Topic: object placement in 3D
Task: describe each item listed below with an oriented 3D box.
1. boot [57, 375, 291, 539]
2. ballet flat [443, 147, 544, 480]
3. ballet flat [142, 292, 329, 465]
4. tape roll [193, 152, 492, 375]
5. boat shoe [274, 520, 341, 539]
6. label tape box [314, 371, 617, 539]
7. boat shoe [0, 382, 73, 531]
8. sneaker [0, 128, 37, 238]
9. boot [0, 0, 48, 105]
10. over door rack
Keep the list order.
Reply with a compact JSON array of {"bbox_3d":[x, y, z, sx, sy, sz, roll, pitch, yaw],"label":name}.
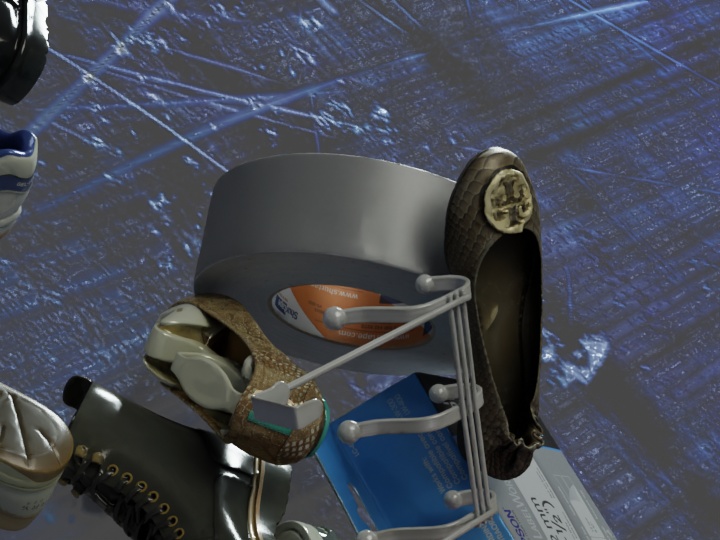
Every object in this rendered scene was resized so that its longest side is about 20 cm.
[{"bbox_3d":[-0.118,0.146,1.297,0.138,0.078,0.200,26,23,-11],"label":"boot"},{"bbox_3d":[0.084,0.029,1.351,0.067,0.201,0.046,-12,22,-31],"label":"ballet flat"},{"bbox_3d":[-0.087,0.053,1.361,0.065,0.071,0.200,20,4,-33],"label":"ballet flat"},{"bbox_3d":[0.000,0.000,1.442,0.200,0.200,0.066,21,66,-24],"label":"tape roll"},{"bbox_3d":[0.000,0.228,1.302,0.062,0.073,0.201,19,37,-41],"label":"boat shoe"},{"bbox_3d":[0.066,0.138,1.432,0.200,0.066,0.144,16,38,-56],"label":"label tape box"},{"bbox_3d":[-0.249,0.073,1.252,0.200,0.067,0.074,32,34,13],"label":"boat shoe"},{"bbox_3d":[-0.277,-0.105,1.409,0.200,0.088,0.075,36,36,-2],"label":"sneaker"},{"bbox_3d":[-0.286,-0.206,1.499,0.168,0.076,0.201,27,32,-32],"label":"boot"},{"bbox_3d":[0.002,0.100,1.275,0.200,0.066,0.149,-34,120,-53],"label":"over door rack"}]
